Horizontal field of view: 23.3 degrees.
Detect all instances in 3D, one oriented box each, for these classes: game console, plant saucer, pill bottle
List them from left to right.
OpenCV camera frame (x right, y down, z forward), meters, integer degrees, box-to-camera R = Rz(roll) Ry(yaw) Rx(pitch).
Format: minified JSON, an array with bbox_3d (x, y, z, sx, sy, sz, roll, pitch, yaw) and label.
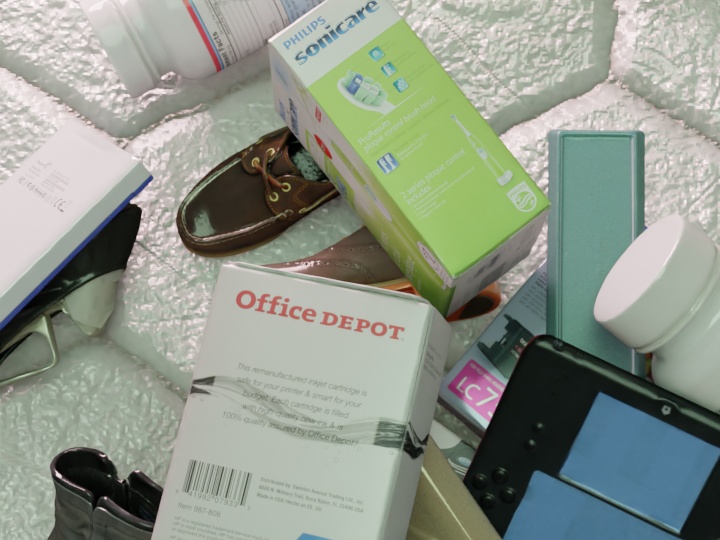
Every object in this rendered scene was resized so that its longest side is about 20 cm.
[{"bbox_3d":[-0.104,-0.212,1.304,0.199,0.109,0.109,-29,77,-4],"label":"pill bottle"},{"bbox_3d":[0.165,-0.007,1.222,0.070,0.019,0.201,1,74,5],"label":"plant saucer"},{"bbox_3d":[0.170,0.155,1.155,0.199,0.031,0.177,25,117,6],"label":"game console"},{"bbox_3d":[0.259,0.056,1.160,0.200,0.114,0.115,37,80,-10],"label":"pill bottle"}]

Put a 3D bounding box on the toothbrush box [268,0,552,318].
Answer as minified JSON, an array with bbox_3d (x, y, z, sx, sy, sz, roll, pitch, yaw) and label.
[{"bbox_3d":[0.030,-0.079,1.180,0.086,0.146,0.200,-35,81,-8],"label":"toothbrush box"}]

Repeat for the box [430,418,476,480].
[{"bbox_3d":[0.061,0.185,1.236,0.200,0.041,0.119,35,81,8],"label":"box"}]

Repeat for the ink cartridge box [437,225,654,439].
[{"bbox_3d":[0.159,0.051,1.235,0.119,0.042,0.200,39,78,14],"label":"ink cartridge box"}]

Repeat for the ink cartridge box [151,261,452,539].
[{"bbox_3d":[-0.035,0.109,1.106,0.144,0.084,0.201,11,80,15],"label":"ink cartridge box"}]

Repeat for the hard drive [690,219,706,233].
[{"bbox_3d":[0.237,0.080,1.257,0.132,0.026,0.200,-28,77,-4],"label":"hard drive"}]

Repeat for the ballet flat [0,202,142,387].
[{"bbox_3d":[-0.227,0.031,1.279,0.200,0.068,0.069,-36,87,5],"label":"ballet flat"}]

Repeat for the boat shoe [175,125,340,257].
[{"bbox_3d":[-0.049,-0.076,1.289,0.199,0.070,0.071,-29,80,-3],"label":"boat shoe"}]

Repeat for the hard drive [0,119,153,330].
[{"bbox_3d":[-0.252,-0.020,1.263,0.200,0.025,0.132,-46,35,-11],"label":"hard drive"}]

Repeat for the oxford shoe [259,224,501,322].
[{"bbox_3d":[0.000,0.000,1.274,0.199,0.071,0.073,-2,66,-6],"label":"oxford shoe"}]

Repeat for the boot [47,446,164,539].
[{"bbox_3d":[-0.137,0.213,1.178,0.199,0.132,0.070,26,37,14],"label":"boot"}]

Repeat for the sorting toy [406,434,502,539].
[{"bbox_3d":[-0.015,0.184,1.199,0.200,0.036,0.185,-35,90,21],"label":"sorting toy"}]
